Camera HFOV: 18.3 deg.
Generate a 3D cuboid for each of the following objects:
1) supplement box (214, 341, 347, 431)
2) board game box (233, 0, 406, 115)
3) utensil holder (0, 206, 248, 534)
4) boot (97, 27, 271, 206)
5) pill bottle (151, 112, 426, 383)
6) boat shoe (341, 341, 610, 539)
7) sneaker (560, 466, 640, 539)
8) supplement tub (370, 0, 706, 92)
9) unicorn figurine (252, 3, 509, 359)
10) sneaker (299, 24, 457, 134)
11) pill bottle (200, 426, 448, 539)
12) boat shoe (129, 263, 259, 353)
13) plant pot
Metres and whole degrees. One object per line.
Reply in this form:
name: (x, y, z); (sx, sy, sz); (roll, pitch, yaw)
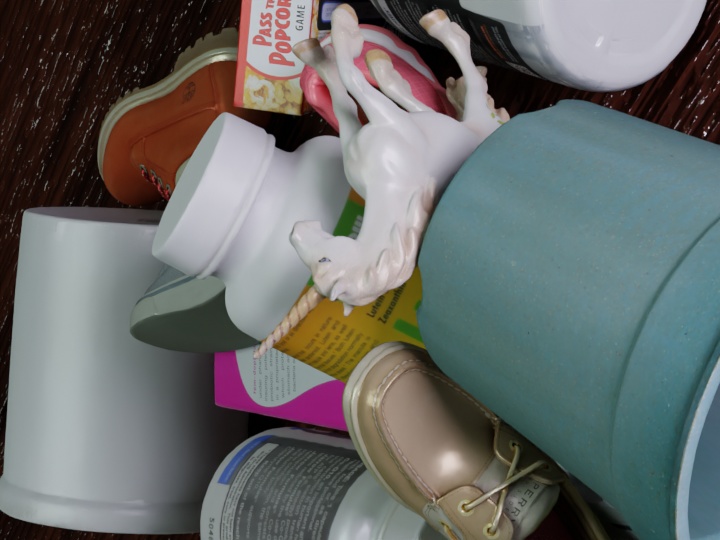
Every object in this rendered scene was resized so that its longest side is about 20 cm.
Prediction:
supplement box: (0.003, 0.037, 1.317); (0.200, 0.103, 0.102); (6, 96, 55)
board game box: (-0.014, -0.195, 1.291); (0.046, 0.151, 0.201); (9, 100, 21)
utensil holder: (-0.154, 0.063, 1.498); (0.170, 0.169, 0.201); (12, 100, 56)
boot: (-0.124, -0.073, 1.507); (0.200, 0.075, 0.108); (-36, 46, 51)
pill bottle: (0.000, 0.000, 1.143); (0.111, 0.200, 0.111); (-58, 13, 22)
boat shoe: (0.071, 0.110, 1.086); (0.074, 0.200, 0.069); (-51, 29, -14)
sneaker: (0.136, 0.103, 1.160); (0.071, 0.073, 0.200); (-53, 19, -13)
supplement tub: (0.079, -0.169, 1.174); (0.200, 0.122, 0.123); (24, 111, 53)
unicorn figurine: (0.018, -0.055, 1.065); (0.074, 0.200, 0.138); (-43, 67, 50)
sneaker: (0.047, -0.054, 1.188); (0.200, 0.087, 0.074); (34, 108, 6)
pill bottle: (0.007, 0.150, 1.218); (0.200, 0.113, 0.114); (4, 95, 57)
boat shoe: (-0.070, -0.007, 1.288); (0.201, 0.070, 0.072); (-31, 48, 53)
plant pot: (0.141, 0.024, 0.997); (0.196, 0.200, 0.201); (30, 116, 43)
